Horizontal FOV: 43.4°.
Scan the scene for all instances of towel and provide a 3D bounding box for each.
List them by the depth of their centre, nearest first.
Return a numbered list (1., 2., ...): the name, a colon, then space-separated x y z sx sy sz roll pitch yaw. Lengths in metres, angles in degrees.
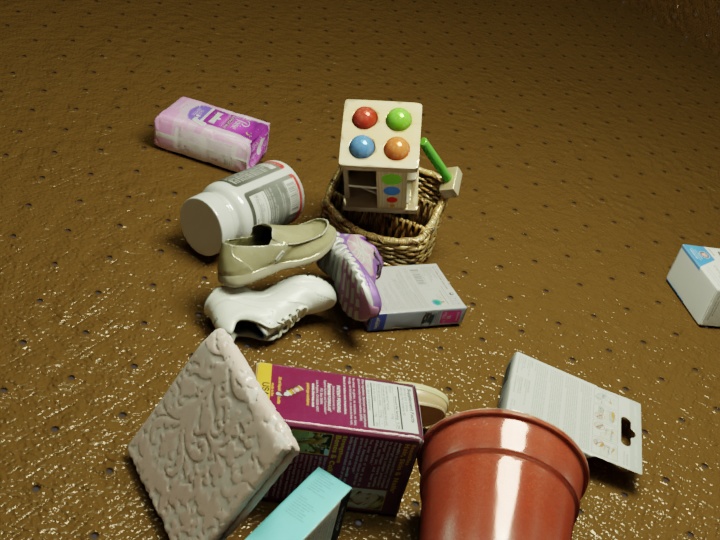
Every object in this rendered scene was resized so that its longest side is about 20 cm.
1. towel: -0.166 0.194 0.995 0.032 0.192 0.200 24 18 -46

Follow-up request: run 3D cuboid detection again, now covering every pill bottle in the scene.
1. pill bottle: -0.193 -0.102 1.482 0.113 0.115 0.199 31 36 24

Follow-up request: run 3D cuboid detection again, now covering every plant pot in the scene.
1. plant pot: 0.143 0.290 0.974 0.199 0.202 0.196 16 41 2

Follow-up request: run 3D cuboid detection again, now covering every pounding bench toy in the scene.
1. pounding bench toy: 0.070 -0.185 1.459 0.198 0.156 0.125 3 64 3

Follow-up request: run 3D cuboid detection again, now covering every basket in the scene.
1. basket: 0.035 -0.101 1.541 0.198 0.150 0.143 24 34 13

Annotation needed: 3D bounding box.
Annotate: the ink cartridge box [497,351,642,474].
1. ink cartridge box: 0.293 0.212 1.276 0.199 0.057 0.163 26 33 1

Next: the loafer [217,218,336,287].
1. loafer: -0.120 -0.039 1.319 0.199 0.069 0.075 -26 30 -30

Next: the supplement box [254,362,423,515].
1. supplement box: -0.038 0.200 1.075 0.198 0.132 0.104 10 33 -9

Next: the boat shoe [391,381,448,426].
1. boat shoe: 0.020 0.191 1.176 0.198 0.072 0.065 0 41 -8

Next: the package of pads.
1. package of pads: -0.282 -0.259 1.719 0.198 0.076 0.121 19 36 6

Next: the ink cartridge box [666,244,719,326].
1. ink cartridge box: 0.691 0.033 1.658 0.198 0.084 0.146 5 33 -14

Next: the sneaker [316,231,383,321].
1. sneaker: 0.000 0.000 1.373 0.088 0.081 0.201 -1 33 -23

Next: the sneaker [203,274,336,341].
1. sneaker: -0.124 0.064 1.315 0.198 0.075 0.087 -11 47 -20

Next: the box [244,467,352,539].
1. box: -0.087 0.299 0.951 0.049 0.083 0.200 27 34 21

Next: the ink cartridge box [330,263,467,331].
1. ink cartridge box: 0.055 0.042 1.434 0.198 0.042 0.120 -1 37 -25
